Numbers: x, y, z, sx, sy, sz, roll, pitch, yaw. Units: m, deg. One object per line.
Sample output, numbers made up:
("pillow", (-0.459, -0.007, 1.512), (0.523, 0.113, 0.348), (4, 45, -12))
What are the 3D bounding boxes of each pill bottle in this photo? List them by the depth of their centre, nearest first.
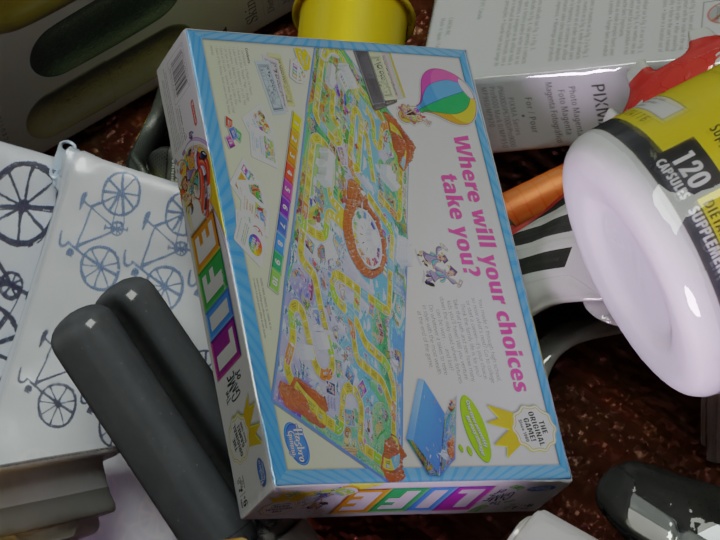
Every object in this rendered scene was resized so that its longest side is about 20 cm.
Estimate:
("pill bottle", (0.187, -0.042, 0.913), (0.199, 0.112, 0.112), (-27, 56, -10))

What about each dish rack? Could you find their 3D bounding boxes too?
("dish rack", (-0.198, 0.118, 0.913), (0.199, 0.172, 0.044), (-20, 83, 16))

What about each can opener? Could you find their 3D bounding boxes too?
("can opener", (-0.041, 0.088, 0.933), (0.053, 0.067, 0.200), (-36, 93, -46))

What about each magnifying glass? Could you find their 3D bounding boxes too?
("magnifying glass", (0.125, -0.053, 1.064), (0.199, 0.080, 0.022), (-24, 89, 1))

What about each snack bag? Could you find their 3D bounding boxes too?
("snack bag", (-0.146, 0.036, 1.005), (0.199, 0.021, 0.189), (18, 89, 18))

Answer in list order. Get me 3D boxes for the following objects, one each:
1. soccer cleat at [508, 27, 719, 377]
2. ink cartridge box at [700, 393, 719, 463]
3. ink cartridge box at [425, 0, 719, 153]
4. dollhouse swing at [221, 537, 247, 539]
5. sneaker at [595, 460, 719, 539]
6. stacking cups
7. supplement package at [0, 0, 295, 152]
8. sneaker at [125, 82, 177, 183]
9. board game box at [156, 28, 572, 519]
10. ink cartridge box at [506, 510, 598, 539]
("soccer cleat", (0.115, -0.019, 0.993), (0.200, 0.069, 0.085), (-42, 53, 21))
("ink cartridge box", (0.251, 0.017, 0.984), (0.199, 0.085, 0.146), (8, 56, 15))
("ink cartridge box", (0.133, -0.126, 1.085), (0.199, 0.057, 0.163), (-1, 42, 13))
("dollhouse swing", (-0.130, 0.216, 0.865), (0.181, 0.176, 0.201), (-13, 90, -34))
("sneaker", (0.199, 0.101, 0.921), (0.200, 0.075, 0.116), (31, 86, 15))
("stacking cups", (-0.008, -0.038, 1.071), (0.060, 0.061, 0.201), (-1, 58, 6))
("supplement package", (-0.145, -0.176, 1.114), (0.200, 0.152, 0.151), (-31, 58, -14))
("sneaker", (-0.083, -0.010, 1.037), (0.074, 0.085, 0.201), (2, 62, 8))
("board game box", (0.000, 0.000, 0.955), (0.134, 0.034, 0.201), (2, 62, -28))
("ink cartridge box", (0.109, 0.203, 0.871), (0.200, 0.084, 0.144), (29, 64, 23))
